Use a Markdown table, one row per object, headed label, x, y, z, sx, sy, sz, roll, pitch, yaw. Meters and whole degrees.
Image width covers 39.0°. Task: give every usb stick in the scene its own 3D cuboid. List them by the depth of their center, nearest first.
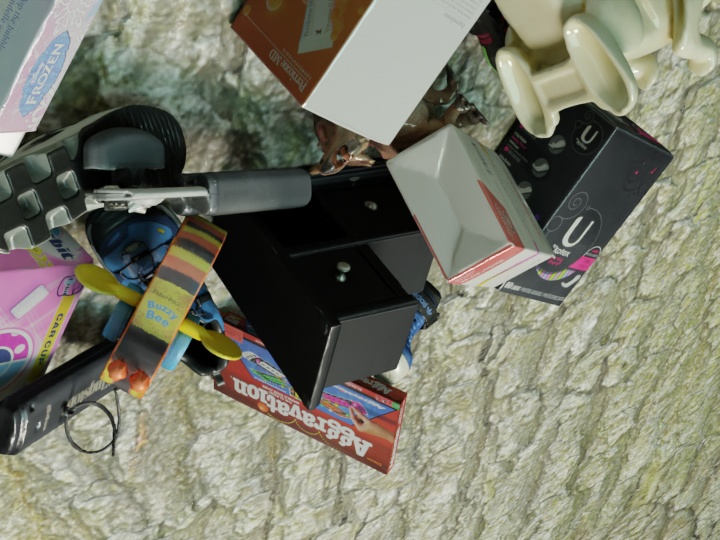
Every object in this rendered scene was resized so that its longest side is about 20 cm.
| label | x | y | z | sx | sy | sz | roll | pitch | yaw |
| --- | --- | --- | --- | --- | --- | --- | --- | --- | --- |
| usb stick | -0.232 | 0.093 | 0.844 | 0.056 | 0.033 | 0.200 | -63 | 169 | 24 |

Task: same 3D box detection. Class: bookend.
| label | x | y | z | sx | sy | sz | roll | pitch | yaw |
| --- | --- | --- | --- | --- | --- | --- | --- | --- | --- |
| bookend | 0.000 | 0.000 | 0.883 | 0.198 | 0.200 | 0.092 | -10 | 134 | -31 |

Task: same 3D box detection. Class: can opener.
| label | x | y | z | sx | sy | sz | roll | pitch | yaw |
| --- | --- | --- | --- | --- | --- | --- | --- | --- | --- |
| can opener | -0.118 | -0.075 | 0.762 | 0.200 | 0.053 | 0.067 | -10 | 100 | -50 |

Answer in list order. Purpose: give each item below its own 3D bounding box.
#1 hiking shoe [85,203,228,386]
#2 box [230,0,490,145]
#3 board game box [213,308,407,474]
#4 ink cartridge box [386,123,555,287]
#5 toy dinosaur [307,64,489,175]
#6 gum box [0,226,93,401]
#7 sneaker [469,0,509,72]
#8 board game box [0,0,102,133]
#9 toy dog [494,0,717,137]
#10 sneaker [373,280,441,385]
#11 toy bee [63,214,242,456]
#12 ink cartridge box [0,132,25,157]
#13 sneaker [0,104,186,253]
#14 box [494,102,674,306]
| label | x | y | z | sx | sy | sz | roll | pitch | yaw |
| --- | --- | --- | --- | --- | --- | --- | --- | --- | --- |
| hiking shoe | -0.158 | 0.014 | 0.857 | 0.074 | 0.087 | 0.200 | -35 | 142 | -6 |
| box | 0.016 | -0.216 | 0.743 | 0.097 | 0.124 | 0.200 | 17 | 116 | -46 |
| board game box | -0.053 | 0.115 | 0.970 | 0.019 | 0.199 | 0.103 | -50 | 156 | -43 |
| ink cartridge box | 0.105 | -0.049 | 0.902 | 0.067 | 0.117 | 0.200 | -30 | 167 | 18 |
| toy dinosaur | 0.027 | -0.125 | 0.884 | 0.135 | 0.086 | 0.200 | -38 | 160 | 15 |
| gum box | -0.299 | 0.058 | 0.779 | 0.113 | 0.066 | 0.200 | -9 | 134 | -55 |
| sneaker | 0.121 | -0.218 | 0.860 | 0.077 | 0.084 | 0.200 | -48 | 141 | 10 |
| board game box | -0.204 | -0.209 | 0.515 | 0.200 | 0.199 | 0.043 | -55 | 169 | 19 |
| toy dog | 0.202 | -0.224 | 0.809 | 0.200 | 0.194 | 0.139 | -34 | -178 | -24 |
| sneaker | 0.033 | 0.045 | 0.990 | 0.111 | 0.077 | 0.200 | -40 | -173 | -9 |
| toy bee | -0.152 | 0.053 | 0.759 | 0.130 | 0.109 | 0.201 | 7 | 92 | -11 |
| ink cartridge box | -0.252 | -0.148 | 0.635 | 0.115 | 0.068 | 0.200 | 14 | 118 | -45 |
| sneaker | -0.219 | -0.074 | 0.746 | 0.200 | 0.088 | 0.074 | -29 | 116 | -46 |
| box | 0.202 | -0.078 | 1.046 | 0.122 | 0.106 | 0.200 | 11 | 119 | -46 |
